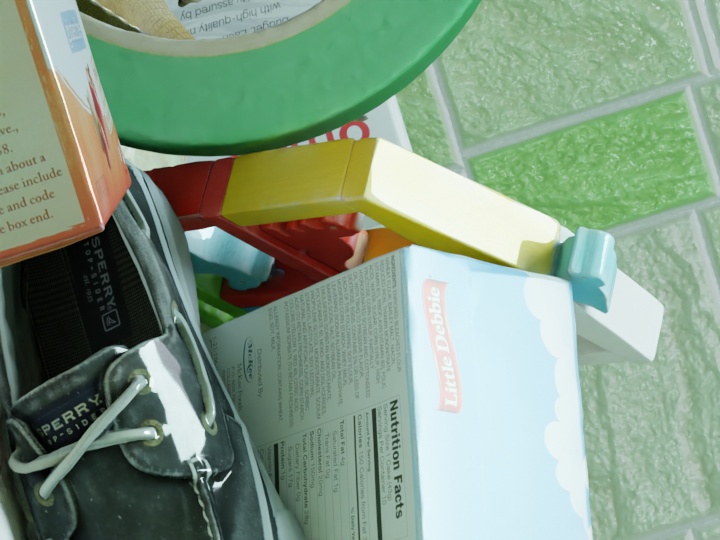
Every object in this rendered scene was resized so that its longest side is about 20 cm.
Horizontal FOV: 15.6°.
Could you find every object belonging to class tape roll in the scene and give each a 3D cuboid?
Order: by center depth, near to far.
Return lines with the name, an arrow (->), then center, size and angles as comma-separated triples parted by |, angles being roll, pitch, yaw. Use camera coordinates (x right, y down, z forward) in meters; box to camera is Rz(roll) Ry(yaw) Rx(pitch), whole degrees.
tape roll -> -0.048, -0.135, 0.778 | 0.048, 0.199, 0.202 | 42, 31, -88

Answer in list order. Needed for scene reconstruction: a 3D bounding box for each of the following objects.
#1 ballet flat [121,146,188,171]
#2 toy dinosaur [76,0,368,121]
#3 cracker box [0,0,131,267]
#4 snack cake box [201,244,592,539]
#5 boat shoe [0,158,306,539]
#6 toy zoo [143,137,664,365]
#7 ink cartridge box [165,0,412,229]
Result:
ballet flat -> -0.078, 0.015, 0.918 | 0.062, 0.067, 0.201 | -60, 140, -46
toy dinosaur -> -0.088, -0.097, 0.900 | 0.200, 0.058, 0.101 | 40, 6, 0
cracker box -> -0.111, -0.102, 0.630 | 0.134, 0.057, 0.201 | -109, -179, -83
snack cake box -> 0.006, 0.107, 0.724 | 0.067, 0.115, 0.202 | 12, 67, -39
boat shoe -> -0.069, 0.045, 0.705 | 0.071, 0.072, 0.201 | 45, 19, -55
toy zoo -> 0.000, 0.000, 0.805 | 0.131, 0.199, 0.021 | 28, 67, -38
ink cartridge box -> -0.069, -0.105, 1.192 | 0.083, 0.146, 0.201 | 81, -7, -74
